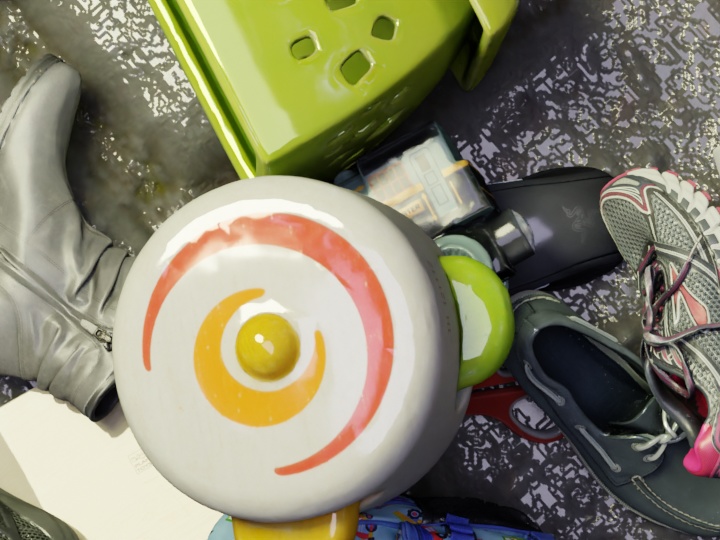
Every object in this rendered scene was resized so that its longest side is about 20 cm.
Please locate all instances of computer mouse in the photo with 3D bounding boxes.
[{"bbox_3d":[0.072,0.015,1.525,0.199,0.046,0.141,-9,86,2],"label":"computer mouse"}]

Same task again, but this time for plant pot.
[{"bbox_3d":[-0.022,-0.167,1.472,0.181,0.200,0.200,-27,85,-5],"label":"plant pot"}]

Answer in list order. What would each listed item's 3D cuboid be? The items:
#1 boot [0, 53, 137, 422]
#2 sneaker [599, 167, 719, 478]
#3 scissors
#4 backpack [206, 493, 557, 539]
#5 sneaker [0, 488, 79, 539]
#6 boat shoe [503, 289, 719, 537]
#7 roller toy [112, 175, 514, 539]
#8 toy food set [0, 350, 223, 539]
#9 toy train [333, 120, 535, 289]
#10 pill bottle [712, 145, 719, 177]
[{"bbox_3d":[-0.167,-0.019,1.517,0.131,0.070,0.201,17,88,16],"label":"boot"},{"bbox_3d":[0.187,0.026,1.459,0.074,0.081,0.201,-16,59,-18],"label":"sneaker"},{"bbox_3d":[0.042,0.069,1.507,0.199,0.014,0.074,0,109,-13],"label":"scissors"},{"bbox_3d":[0.006,0.211,1.446,0.199,0.134,0.184,14,87,-19],"label":"backpack"},{"bbox_3d":[-0.268,0.148,1.481,0.199,0.114,0.077,24,101,29],"label":"sneaker"},{"bbox_3d":[0.158,0.091,1.491,0.200,0.062,0.073,44,87,-12],"label":"boat shoe"},{"bbox_3d":[-0.037,0.045,1.368,0.182,0.140,0.200,37,95,12],"label":"roller toy"},{"bbox_3d":[-0.126,0.118,1.530,0.199,0.060,0.144,-30,74,-1],"label":"toy food set"},{"bbox_3d":[0.000,0.000,1.479,0.199,0.085,0.114,-29,79,9],"label":"toy train"},{"bbox_3d":[0.277,0.010,1.481,0.112,0.112,0.201,-19,85,2],"label":"pill bottle"}]
